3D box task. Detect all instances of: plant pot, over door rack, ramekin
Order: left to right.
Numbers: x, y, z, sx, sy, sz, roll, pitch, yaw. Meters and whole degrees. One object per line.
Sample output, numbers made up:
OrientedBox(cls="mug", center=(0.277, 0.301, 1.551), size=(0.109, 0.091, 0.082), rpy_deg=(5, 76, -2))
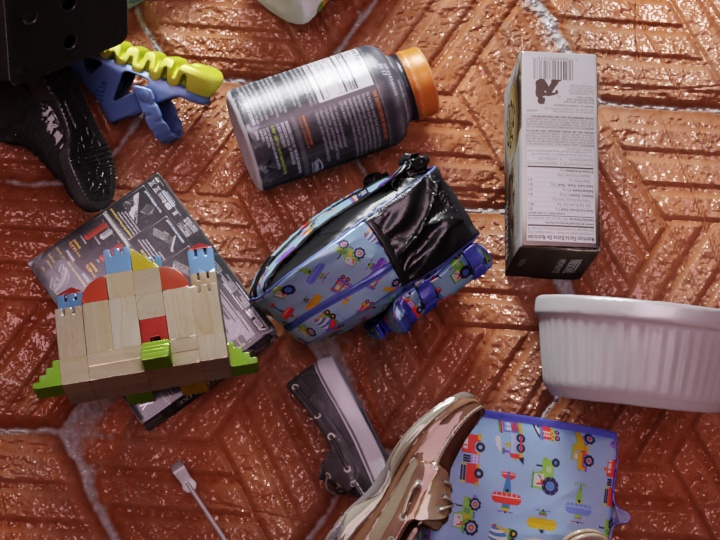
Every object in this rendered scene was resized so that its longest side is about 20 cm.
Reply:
OrientedBox(cls="plant pot", center=(-0.323, -0.285, 1.295), size=(0.199, 0.200, 0.177), rpy_deg=(-30, 54, -35))
OrientedBox(cls="over door rack", center=(-0.174, 0.295, 1.283), size=(0.148, 0.067, 0.200), rpy_deg=(-34, 79, -11))
OrientedBox(cls="ramekin", center=(0.259, 0.078, 1.300), size=(0.202, 0.202, 0.094), rpy_deg=(6, 87, -1))

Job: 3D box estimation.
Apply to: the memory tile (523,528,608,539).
OrientedBox(cls="memory tile", center=(0.130, 0.306, 1.269), size=(0.200, 0.154, 0.017), rpy_deg=(-9, 32, -6))

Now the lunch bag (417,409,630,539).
OrientedBox(cls="lunch bag", center=(0.158, 0.216, 1.311), size=(0.200, 0.094, 0.151), rpy_deg=(9, 76, -6))

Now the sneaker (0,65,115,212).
OrientedBox(cls="sneaker", center=(-0.317, -0.142, 1.386), size=(0.104, 0.060, 0.200), rpy_deg=(-20, 90, 37))

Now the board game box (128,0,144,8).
OrientedBox(cls="board game box", center=(-0.242, -0.388, 1.469), size=(0.199, 0.043, 0.200), rpy_deg=(-29, 79, -10))

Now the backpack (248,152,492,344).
OrientedBox(cls="backpack", center=(0.000, 0.000, 1.308), size=(0.200, 0.183, 0.135), rpy_deg=(-37, 95, -13))

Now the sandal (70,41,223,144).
OrientedBox(cls="sandal", center=(-0.242, -0.187, 1.403), size=(0.200, 0.079, 0.087), rpy_deg=(20, 104, 11))

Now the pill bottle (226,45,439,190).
OrientedBox(cls="pill bottle", center=(-0.025, -0.159, 1.387), size=(0.200, 0.106, 0.106), rpy_deg=(-19, 77, -7))

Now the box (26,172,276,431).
OrientedBox(cls="box", center=(-0.201, 0.030, 1.359), size=(0.158, 0.050, 0.200), rpy_deg=(-37, 80, -11))

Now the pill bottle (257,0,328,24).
OrientedBox(cls="pill bottle", center=(-0.034, -0.361, 1.437), size=(0.111, 0.111, 0.200), rpy_deg=(38, 77, 7))

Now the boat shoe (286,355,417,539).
OrientedBox(cls="boat shoe", center=(-0.013, 0.176, 1.316), size=(0.066, 0.070, 0.200), rpy_deg=(-28, 71, 2))

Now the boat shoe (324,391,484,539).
OrientedBox(cls="boat shoe", center=(0.050, 0.198, 1.224), size=(0.072, 0.076, 0.200), rpy_deg=(37, 88, 22))

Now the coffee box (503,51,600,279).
OrientedBox(cls="coffee box", center=(0.187, -0.101, 1.379), size=(0.080, 0.113, 0.200), rpy_deg=(2, 76, -2))

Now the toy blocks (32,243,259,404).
OrientedBox(cls="toy blocks", center=(-0.204, 0.040, 1.292), size=(0.200, 0.100, 0.137), rpy_deg=(-10, 65, -5))
